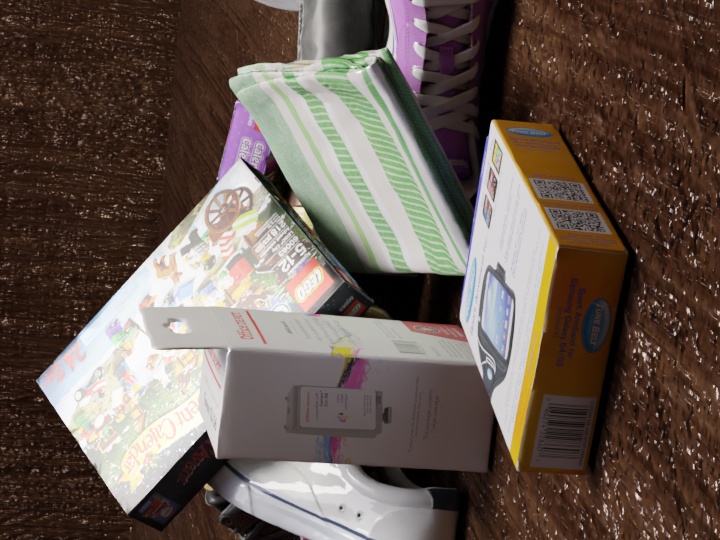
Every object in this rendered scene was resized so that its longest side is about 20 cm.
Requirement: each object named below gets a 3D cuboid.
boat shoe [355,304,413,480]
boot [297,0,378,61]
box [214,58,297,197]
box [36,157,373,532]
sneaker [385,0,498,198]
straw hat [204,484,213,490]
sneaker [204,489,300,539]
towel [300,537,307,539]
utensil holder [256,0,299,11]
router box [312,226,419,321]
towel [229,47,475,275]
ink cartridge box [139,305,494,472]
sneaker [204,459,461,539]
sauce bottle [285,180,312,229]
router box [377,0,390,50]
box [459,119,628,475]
[{"bbox_3d":[0.005,0.105,1.531,0.072,0.072,0.201,-74,-20,-62],"label":"boat shoe"},{"bbox_3d":[-0.014,-0.177,1.486,0.182,0.072,0.202,61,-141,-84],"label":"boot"},{"bbox_3d":[-0.069,-0.087,1.878,0.200,0.039,0.138,-47,-25,-68],"label":"box"},{"bbox_3d":[-0.101,0.045,1.495,0.200,0.038,0.137,-47,50,7],"label":"box"},{"bbox_3d":[0.053,-0.116,1.396,0.201,0.072,0.115,94,168,-48],"label":"sneaker"},{"bbox_3d":[-0.067,0.050,1.621,0.201,0.084,0.203,180,90,-73],"label":"straw hat"},{"bbox_3d":[-0.065,0.196,1.783,0.076,0.113,0.201,-97,13,-55],"label":"sneaker"},{"bbox_3d":[-0.021,0.202,1.626,0.201,0.022,0.145,-100,-7,-49],"label":"towel"},{"bbox_3d":[-0.049,-0.288,1.760,0.200,0.169,0.171,-116,32,-76],"label":"utensil holder"},{"bbox_3d":[0.000,0.000,1.660,0.158,0.052,0.201,-106,23,-62],"label":"router box"},{"bbox_3d":[0.000,-0.060,1.413,0.153,0.023,0.200,60,158,-15],"label":"towel"},{"bbox_3d":[-0.030,0.067,1.378,0.116,0.198,0.068,-131,47,-76],"label":"ink cartridge box"},{"bbox_3d":[-0.016,0.131,1.463,0.073,0.199,0.071,15,-85,-56],"label":"sneaker"},{"bbox_3d":[-0.029,-0.040,1.814,0.066,0.065,0.202,-168,83,-80],"label":"sauce bottle"},{"bbox_3d":[0.032,-0.186,1.572,0.180,0.048,0.201,-109,25,-66],"label":"router box"},{"bbox_3d":[0.088,0.005,1.205,0.200,0.041,0.120,-102,19,-66],"label":"box"}]
